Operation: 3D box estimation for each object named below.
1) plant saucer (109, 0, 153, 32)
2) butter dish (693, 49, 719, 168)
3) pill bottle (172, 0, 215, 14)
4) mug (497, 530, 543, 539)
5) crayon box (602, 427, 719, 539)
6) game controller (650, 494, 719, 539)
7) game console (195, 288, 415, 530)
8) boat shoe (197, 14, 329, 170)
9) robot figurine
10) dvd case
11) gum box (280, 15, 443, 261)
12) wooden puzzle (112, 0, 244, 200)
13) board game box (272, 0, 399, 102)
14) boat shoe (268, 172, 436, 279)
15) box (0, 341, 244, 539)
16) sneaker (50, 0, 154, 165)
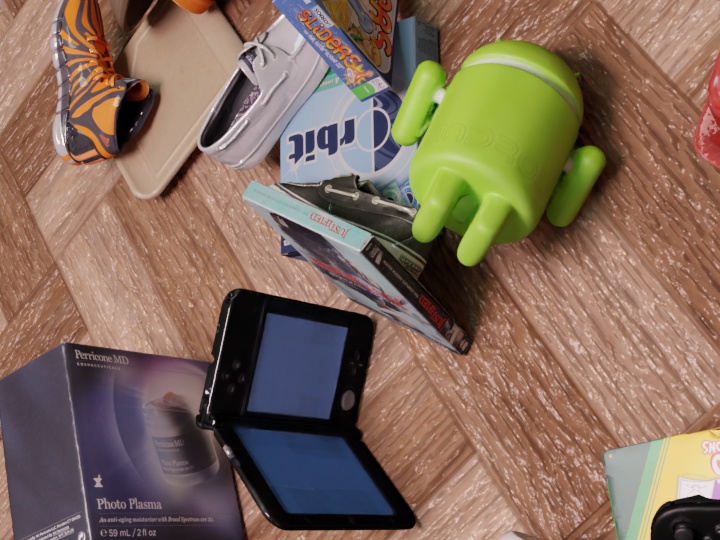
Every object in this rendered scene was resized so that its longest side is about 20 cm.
[{"bbox_3d":[-0.222,-0.354,1.339,0.029,0.200,0.202,25,100,-4],"label":"plant saucer"},{"bbox_3d":[0.327,-0.148,0.866,0.199,0.147,0.202,33,103,39],"label":"butter dish"},{"bbox_3d":[-0.129,-0.360,1.300,0.200,0.106,0.107,-40,59,26],"label":"pill bottle"},{"bbox_3d":[0.114,0.295,0.969,0.177,0.147,0.200,-67,21,-3],"label":"mug"},{"bbox_3d":[0.283,0.171,0.896,0.199,0.058,0.120,-20,70,35],"label":"crayon box"},{"bbox_3d":[0.257,0.239,0.850,0.103,0.042,0.202,1,118,27],"label":"game controller"},{"bbox_3d":[-0.031,0.121,1.068,0.116,0.199,0.178,11,87,38],"label":"game console"},{"bbox_3d":[-0.092,-0.191,1.206,0.200,0.068,0.072,-51,54,20],"label":"boat shoe"},{"bbox_3d":[0.113,-0.104,1.025,0.174,0.116,0.201,26,64,3],"label":"robot figurine"},{"bbox_3d":[0.000,0.000,1.071,0.145,0.200,0.022,26,79,38],"label":"dvd case"},{"bbox_3d":[-0.002,-0.122,1.193,0.169,0.044,0.203,-11,74,37],"label":"gum box"},{"bbox_3d":[-0.211,-0.204,1.387,0.200,0.037,0.186,-46,56,18],"label":"wooden puzzle"},{"bbox_3d":[-0.016,-0.270,1.129,0.034,0.135,0.202,-20,46,29],"label":"board game box"},{"bbox_3d":[-0.007,-0.050,1.116,0.199,0.071,0.064,25,83,40],"label":"boat shoe"},{"bbox_3d":[-0.235,0.190,1.219,0.123,0.199,0.200,-28,65,32],"label":"box"},{"bbox_3d":[-0.280,-0.220,1.381,0.111,0.077,0.203,-6,84,31],"label":"sneaker"}]
